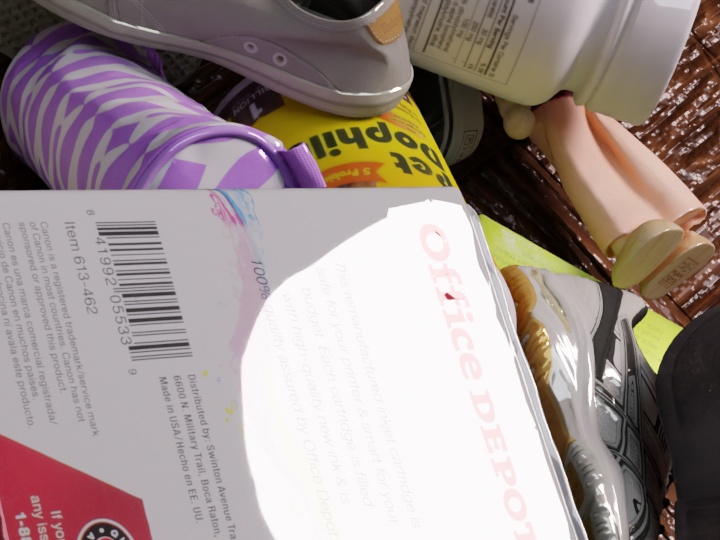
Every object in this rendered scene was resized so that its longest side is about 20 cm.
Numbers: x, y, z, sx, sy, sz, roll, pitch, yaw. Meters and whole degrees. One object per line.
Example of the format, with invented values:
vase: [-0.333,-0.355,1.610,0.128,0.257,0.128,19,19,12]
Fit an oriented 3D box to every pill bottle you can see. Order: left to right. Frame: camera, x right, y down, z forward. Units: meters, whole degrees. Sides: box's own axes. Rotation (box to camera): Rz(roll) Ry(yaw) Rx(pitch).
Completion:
pill bottle: [0.000,0.000,0.809,0.108,0.110,0.201,3,38,-22]
pill bottle: [0.056,-0.146,0.884,0.198,0.114,0.114,20,52,-3]

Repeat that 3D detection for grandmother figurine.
grandmother figurine: [0.106,-0.078,0.963,0.201,0.060,0.121,58,13,26]

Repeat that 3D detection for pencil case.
pencil case: [-0.091,-0.051,0.794,0.085,0.084,0.200,-41,35,-8]

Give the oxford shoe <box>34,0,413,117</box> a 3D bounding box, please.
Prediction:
oxford shoe: [-0.067,-0.127,0.815,0.198,0.058,0.075,20,39,11]

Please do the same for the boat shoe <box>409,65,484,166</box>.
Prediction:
boat shoe: [0.005,-0.146,0.966,0.070,0.072,0.201,-4,62,-31]

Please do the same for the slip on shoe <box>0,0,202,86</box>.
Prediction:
slip on shoe: [-0.167,-0.140,0.892,0.198,0.074,0.061,16,36,-14]

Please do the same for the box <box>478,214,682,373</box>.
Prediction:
box: [0.067,0.080,0.861,0.121,0.048,0.201,29,51,-3]

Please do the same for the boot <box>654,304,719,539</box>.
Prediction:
boot: [0.178,0.135,0.791,0.068,0.201,0.189,-11,36,12]

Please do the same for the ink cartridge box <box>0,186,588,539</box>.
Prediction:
ink cartridge box: [-0.043,0.057,0.573,0.199,0.083,0.147,-2,66,-38]

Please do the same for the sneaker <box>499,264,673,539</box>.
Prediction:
sneaker: [0.110,0.087,0.798,0.087,0.076,0.202,5,60,-27]
